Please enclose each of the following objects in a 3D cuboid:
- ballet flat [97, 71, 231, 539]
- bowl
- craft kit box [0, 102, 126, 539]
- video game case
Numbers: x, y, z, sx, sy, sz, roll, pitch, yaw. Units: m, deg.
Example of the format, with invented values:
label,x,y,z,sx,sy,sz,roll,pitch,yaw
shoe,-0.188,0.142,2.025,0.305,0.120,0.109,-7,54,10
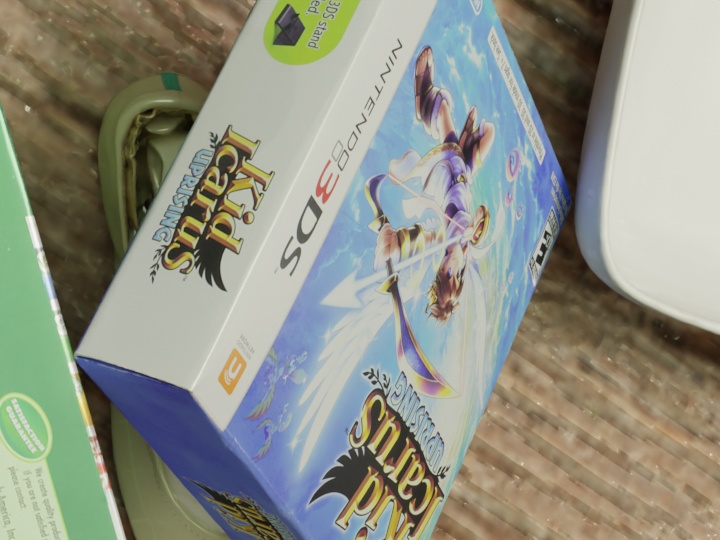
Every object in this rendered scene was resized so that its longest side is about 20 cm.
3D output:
label,x,y,z,sx,sy,sz,roll,pitch,yaw
ballet flat,-0.054,0.030,0.813,0.069,0.069,0.201,-12,92,-21
bowl,0.175,-0.065,0.894,0.199,0.075,0.201,14,87,-19
craft kit box,-0.112,0.029,0.720,0.048,0.197,0.201,-16,94,-12
video game case,0.000,0.000,0.765,0.182,0.045,0.200,-64,152,-20
